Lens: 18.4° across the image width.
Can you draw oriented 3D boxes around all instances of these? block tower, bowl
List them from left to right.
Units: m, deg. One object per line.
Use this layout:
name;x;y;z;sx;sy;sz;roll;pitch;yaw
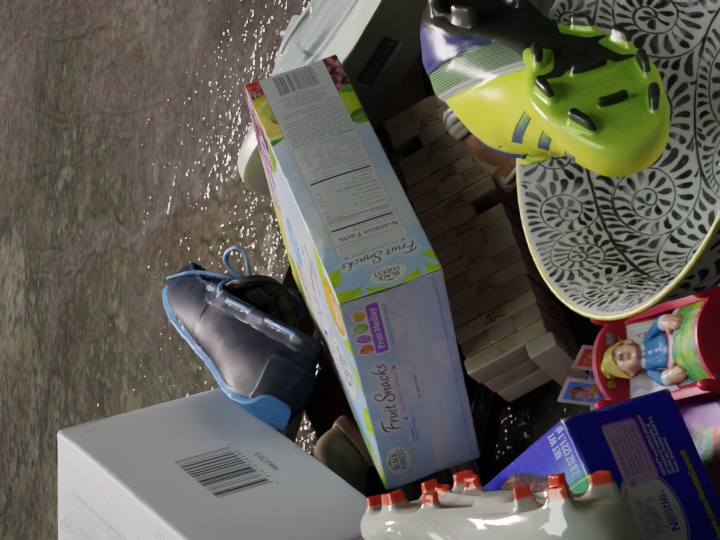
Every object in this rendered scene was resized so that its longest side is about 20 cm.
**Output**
block tower;0.071;-0.018;1.300;0.058;0.054;0.200;-29;57;16
bowl;0.167;-0.070;1.080;0.201;0.094;0.201;-26;60;58

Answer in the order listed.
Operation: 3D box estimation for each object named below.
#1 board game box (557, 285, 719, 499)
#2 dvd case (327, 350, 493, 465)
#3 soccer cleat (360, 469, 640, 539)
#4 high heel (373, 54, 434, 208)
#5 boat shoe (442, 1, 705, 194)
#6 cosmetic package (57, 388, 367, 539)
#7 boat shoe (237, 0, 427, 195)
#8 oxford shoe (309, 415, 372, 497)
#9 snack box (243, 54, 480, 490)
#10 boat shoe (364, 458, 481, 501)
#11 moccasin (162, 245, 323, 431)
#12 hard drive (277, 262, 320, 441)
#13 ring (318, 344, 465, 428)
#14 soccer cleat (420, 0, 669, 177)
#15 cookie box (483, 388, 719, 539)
board game box;0.157;0.049;1.159;0.158;0.039;0.200;-120;40;-49
dvd case;0.033;0.067;1.454;0.200;0.016;0.149;-139;55;-60
soccer cleat;0.064;0.142;1.095;0.200;0.069;0.078;-9;93;57
high heel;0.043;-0.134;1.385;0.143;0.071;0.200;137;138;-61
boat shoe;0.130;-0.099;1.215;0.200;0.076;0.072;-29;91;52
cosmetic package;-0.086;0.209;1.324;0.199;0.123;0.200;31;127;48
boat shoe;-0.014;-0.135;1.379;0.201;0.070;0.072;-51;44;25
oxford shoe;-0.022;0.162;1.434;0.071;0.074;0.200;51;157;24
snack box;0.000;0.000;1.314;0.169;0.068;0.200;76;171;-45
boat shoe;0.032;0.198;1.355;0.074;0.073;0.200;6;102;64
moccasin;-0.064;0.037;1.403;0.068;0.080;0.200;-54;33;5
hard drive;-0.063;0.103;1.516;0.200;0.038;0.140;-71;-4;-52
ring;0.015;0.057;1.452;0.200;0.019;0.201;-12;76;63
soccer cleat;0.093;-0.081;1.080;0.200;0.065;0.084;42;149;54
cookie box;0.119;0.183;1.153;0.200;0.075;0.171;-50;57;54
